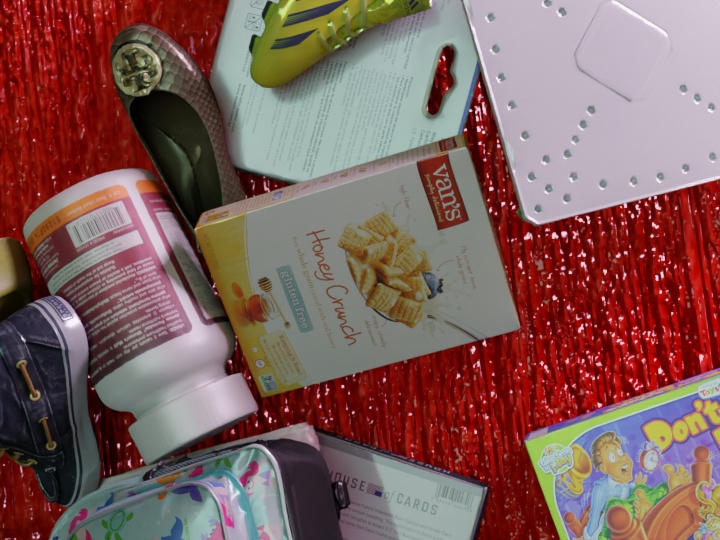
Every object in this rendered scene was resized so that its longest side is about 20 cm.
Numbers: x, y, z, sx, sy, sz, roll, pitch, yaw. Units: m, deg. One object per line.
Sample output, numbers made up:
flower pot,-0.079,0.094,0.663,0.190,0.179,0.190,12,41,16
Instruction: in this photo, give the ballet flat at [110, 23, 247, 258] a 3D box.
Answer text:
ballet flat,-0.127,-0.081,0.755,0.067,0.046,0.200,-10,117,25

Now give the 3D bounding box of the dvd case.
dvd case,-0.002,0.233,0.776,0.150,0.025,0.200,16,92,12

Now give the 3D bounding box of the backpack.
backpack,-0.116,0.214,0.692,0.200,0.150,0.178,-18,79,25

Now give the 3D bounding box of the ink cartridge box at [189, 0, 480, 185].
ink cartridge box,-0.009,-0.155,0.779,0.200,0.043,0.197,16,91,9

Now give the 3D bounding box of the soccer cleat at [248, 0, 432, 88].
soccer cleat,0.003,-0.196,0.726,0.084,0.065,0.200,44,96,2

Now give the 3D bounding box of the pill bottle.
pill bottle,-0.160,0.034,0.772,0.109,0.110,0.200,-28,83,10

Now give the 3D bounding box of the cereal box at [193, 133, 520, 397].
cereal box,0.000,0.000,0.742,0.200,0.040,0.144,-16,111,10

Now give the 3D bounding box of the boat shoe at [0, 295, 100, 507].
boat shoe,-0.248,0.112,0.755,0.071,0.091,0.201,36,136,33

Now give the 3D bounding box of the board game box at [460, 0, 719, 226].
board game box,0.174,-0.146,0.710,0.200,0.026,0.200,-14,85,-12

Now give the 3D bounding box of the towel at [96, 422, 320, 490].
towel,-0.097,0.231,0.773,0.191,0.032,0.200,-17,79,21

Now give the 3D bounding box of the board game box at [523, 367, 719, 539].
board game box,0.230,0.146,0.717,0.200,0.045,0.135,-21,84,11

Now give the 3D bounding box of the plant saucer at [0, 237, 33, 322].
plant saucer,-0.301,0.066,0.758,0.031,0.200,0.200,34,96,1
